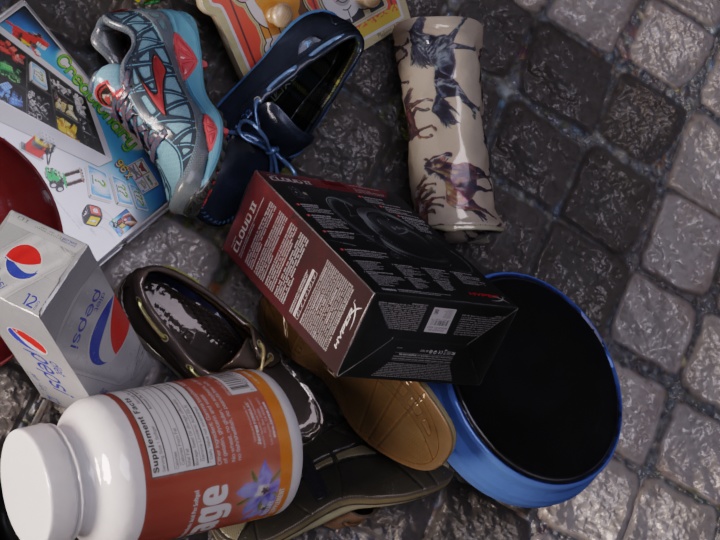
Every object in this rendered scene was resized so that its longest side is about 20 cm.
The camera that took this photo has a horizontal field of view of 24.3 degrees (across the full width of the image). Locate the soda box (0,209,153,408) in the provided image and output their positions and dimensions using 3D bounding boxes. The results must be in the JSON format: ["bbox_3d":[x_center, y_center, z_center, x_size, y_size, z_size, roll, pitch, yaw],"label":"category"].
[{"bbox_3d":[-0.212,0.040,1.199,0.068,0.200,0.064,23,67,19],"label":"soda box"}]

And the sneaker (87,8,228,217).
[{"bbox_3d":[-0.166,-0.122,1.295,0.095,0.079,0.201,6,48,-29],"label":"sneaker"}]

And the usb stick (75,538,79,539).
[{"bbox_3d":[-0.196,0.203,1.263,0.055,0.033,0.201,40,68,-16],"label":"usb stick"}]

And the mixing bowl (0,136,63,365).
[{"bbox_3d":[-0.313,-0.018,1.205,0.199,0.108,0.202,1,87,-10],"label":"mixing bowl"}]

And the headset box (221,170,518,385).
[{"bbox_3d":[0.000,0.000,1.287,0.148,0.200,0.078,7,116,-41],"label":"headset box"}]

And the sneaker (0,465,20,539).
[{"bbox_3d":[-0.280,0.228,1.185,0.074,0.084,0.201,11,68,-65],"label":"sneaker"}]

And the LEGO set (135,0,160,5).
[{"bbox_3d":[-0.165,-0.324,1.339,0.154,0.116,0.200,40,69,-9],"label":"LEGO set"}]

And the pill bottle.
[{"bbox_3d":[-0.150,0.140,1.206,0.199,0.112,0.113,-8,81,-34],"label":"pill bottle"}]

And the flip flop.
[{"bbox_3d":[-0.023,0.175,1.321,0.199,0.058,0.081,-21,57,-13],"label":"flip flop"}]

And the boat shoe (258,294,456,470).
[{"bbox_3d":[0.008,0.076,1.321,0.200,0.072,0.072,39,25,22],"label":"boat shoe"}]

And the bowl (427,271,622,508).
[{"bbox_3d":[0.134,0.093,1.373,0.200,0.039,0.202,17,58,-29],"label":"bowl"}]

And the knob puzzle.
[{"bbox_3d":[-0.050,-0.259,1.372,0.219,0.030,0.221,-5,100,-34],"label":"knob puzzle"}]

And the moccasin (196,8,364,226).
[{"bbox_3d":[-0.071,-0.123,1.333,0.080,0.068,0.201,33,87,-40],"label":"moccasin"}]

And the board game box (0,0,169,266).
[{"bbox_3d":[-0.248,-0.095,1.305,0.126,0.035,0.200,-41,95,-22],"label":"board game box"}]

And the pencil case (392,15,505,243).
[{"bbox_3d":[0.074,-0.120,1.410,0.077,0.089,0.201,-7,79,7],"label":"pencil case"}]

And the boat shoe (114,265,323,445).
[{"bbox_3d":[-0.105,0.068,1.310,0.200,0.059,0.072,41,67,-8],"label":"boat shoe"}]
